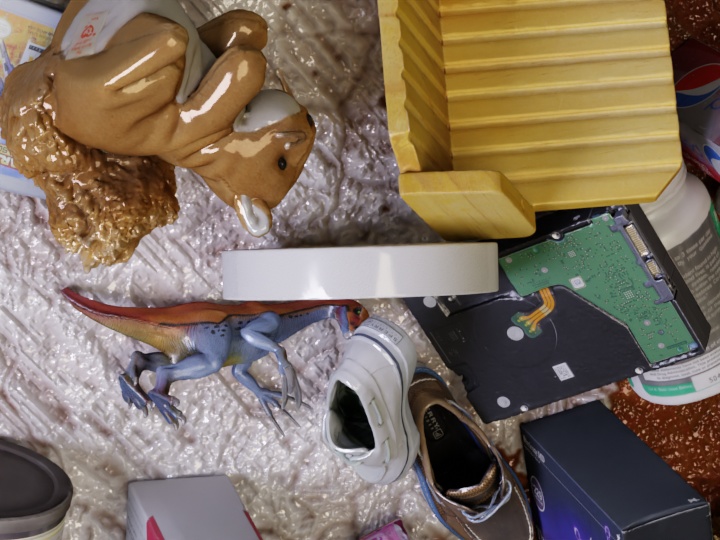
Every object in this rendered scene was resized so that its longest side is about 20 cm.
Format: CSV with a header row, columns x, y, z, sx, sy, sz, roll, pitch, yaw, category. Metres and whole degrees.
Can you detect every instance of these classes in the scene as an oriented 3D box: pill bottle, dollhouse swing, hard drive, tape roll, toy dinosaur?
x,y,z,sx,sy,sz,roll,pitch,yaw,category
0.229,-0.006,1.642,0.112,0.113,0.201,-30,117,-7,pill bottle
0.120,-0.140,1.472,0.174,0.182,0.202,-7,75,15,dollhouse swing
0.146,0.029,1.601,0.199,0.038,0.140,-21,115,32,hard drive
0.000,0.000,1.513,0.201,0.203,0.037,-3,91,-19,tape roll
-0.086,0.045,1.566,0.181,0.105,0.201,-39,106,-25,toy dinosaur

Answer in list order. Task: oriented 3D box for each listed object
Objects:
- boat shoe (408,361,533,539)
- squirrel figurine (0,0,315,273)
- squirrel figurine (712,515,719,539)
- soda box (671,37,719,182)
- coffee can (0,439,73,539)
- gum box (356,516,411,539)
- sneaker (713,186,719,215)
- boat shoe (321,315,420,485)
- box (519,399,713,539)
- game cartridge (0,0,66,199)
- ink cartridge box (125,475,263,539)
x,y,z,sx,sy,sz,roll,pitch,yaw,category
0.081,0.164,1.673,0.072,0.072,0.200,-39,117,-3,boat shoe
-0.134,-0.095,1.438,0.200,0.142,0.187,-39,129,13,squirrel figurine
0.373,0.241,1.744,0.199,0.187,0.143,-24,116,-10,squirrel figurine
0.280,-0.105,1.574,0.070,0.200,0.064,-38,119,-2,soda box
-0.294,0.237,1.522,0.145,0.146,0.202,6,107,-22,coffee can
0.025,0.305,1.708,0.113,0.066,0.201,-29,116,-7,gum box
0.353,-0.114,1.681,0.199,0.075,0.089,-30,104,-14,sneaker
-0.002,0.110,1.584,0.067,0.073,0.201,-46,154,-27,boat shoe
0.203,0.209,1.663,0.078,0.200,0.142,-14,113,-14,box
-0.239,-0.123,1.472,0.199,0.042,0.134,18,98,-25,game cartridge
-0.126,0.275,1.597,0.085,0.148,0.202,-1,109,-19,ink cartridge box
